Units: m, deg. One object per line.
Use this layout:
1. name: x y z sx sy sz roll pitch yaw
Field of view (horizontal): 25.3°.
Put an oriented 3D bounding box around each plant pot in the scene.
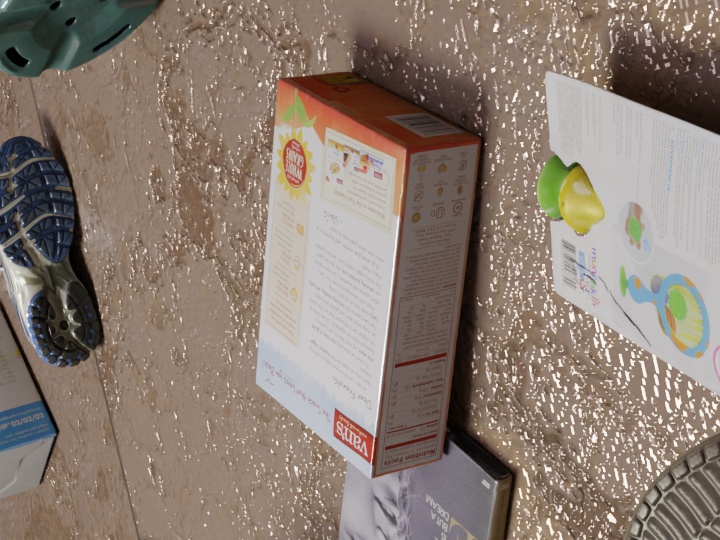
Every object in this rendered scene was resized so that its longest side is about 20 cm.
1. plant pot: -0.239 -0.255 1.117 0.197 0.199 0.201 56 145 15

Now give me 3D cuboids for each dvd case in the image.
1. dvd case: 0.034 0.172 1.010 0.148 0.016 0.202 39 134 45

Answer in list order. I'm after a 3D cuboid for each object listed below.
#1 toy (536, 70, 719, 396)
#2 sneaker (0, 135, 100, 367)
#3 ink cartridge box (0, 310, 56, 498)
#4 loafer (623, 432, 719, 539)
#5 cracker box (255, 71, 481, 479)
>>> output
1. toy: 0.152 -0.015 0.707 0.199 0.047 0.117 31 132 54
2. sneaker: -0.289 -0.016 1.400 0.085 0.076 0.203 7 108 61
3. ink cartridge box: -0.380 0.115 1.608 0.201 0.067 0.115 60 146 22
4. loafer: 0.159 0.148 0.749 0.076 0.068 0.201 50 128 31
5. cracker box: 0.000 0.000 0.938 0.134 0.057 0.203 34 125 48
